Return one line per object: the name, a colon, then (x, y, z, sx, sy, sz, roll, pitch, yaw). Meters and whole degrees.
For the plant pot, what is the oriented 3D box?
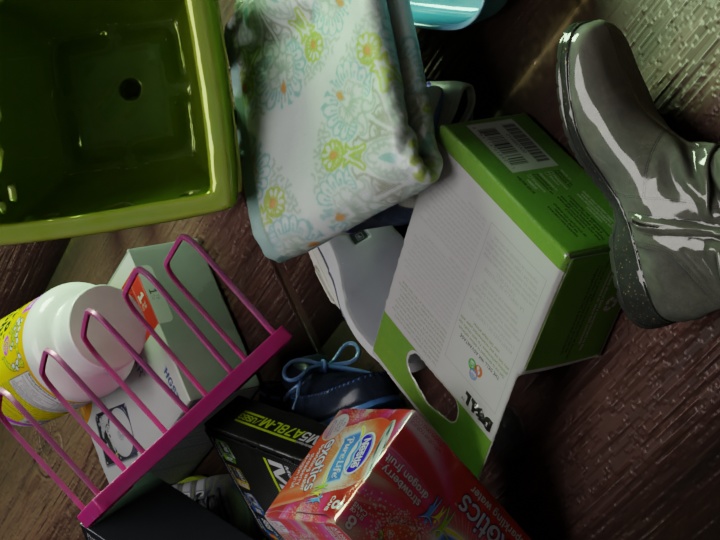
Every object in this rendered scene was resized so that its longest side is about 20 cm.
plant pot: (-0.188, -0.131, 1.332, 0.181, 0.198, 0.201, -39, -59, -84)

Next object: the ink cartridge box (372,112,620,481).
ink cartridge box: (0.094, 0.019, 1.214, 0.148, 0.075, 0.201, 50, 137, 37)

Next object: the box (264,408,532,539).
box: (0.045, 0.195, 1.221, 0.200, 0.100, 0.095, 49, 153, -22)

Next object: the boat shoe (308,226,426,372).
boat shoe: (0.000, 0.000, 1.364, 0.201, 0.070, 0.070, 57, 166, 25)

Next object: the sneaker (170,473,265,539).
sneaker: (-0.141, 0.218, 1.594, 0.199, 0.080, 0.075, -22, 80, 55)

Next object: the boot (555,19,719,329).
boot: (0.198, -0.066, 1.063, 0.130, 0.067, 0.202, -16, 92, 51)

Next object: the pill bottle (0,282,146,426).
pill bottle: (-0.263, 0.071, 1.583, 0.200, 0.104, 0.105, -25, 77, 54)

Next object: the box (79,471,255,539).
box: (-0.125, 0.269, 1.483, 0.199, 0.079, 0.142, 28, 145, 27)

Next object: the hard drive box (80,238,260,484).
hard drive box: (-0.186, 0.092, 1.635, 0.200, 0.076, 0.157, -52, 57, 47)

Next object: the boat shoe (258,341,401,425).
boat shoe: (-0.041, 0.099, 1.423, 0.199, 0.084, 0.069, -24, 75, 53)

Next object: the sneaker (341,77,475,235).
sneaker: (0.025, -0.131, 1.293, 0.146, 0.080, 0.202, -17, 69, 37)

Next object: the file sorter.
file sorter: (-0.178, 0.085, 1.422, 0.126, 0.200, 0.139, 47, 161, 1)

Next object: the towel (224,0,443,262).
towel: (-0.026, -0.126, 1.243, 0.171, 0.048, 0.202, -28, 67, 48)

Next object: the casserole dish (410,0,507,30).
casserole dish: (0.048, -0.231, 1.246, 0.199, 0.039, 0.122, 17, 107, 53)

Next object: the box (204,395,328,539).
box: (-0.018, 0.200, 1.375, 0.193, 0.047, 0.201, 15, 137, 55)
